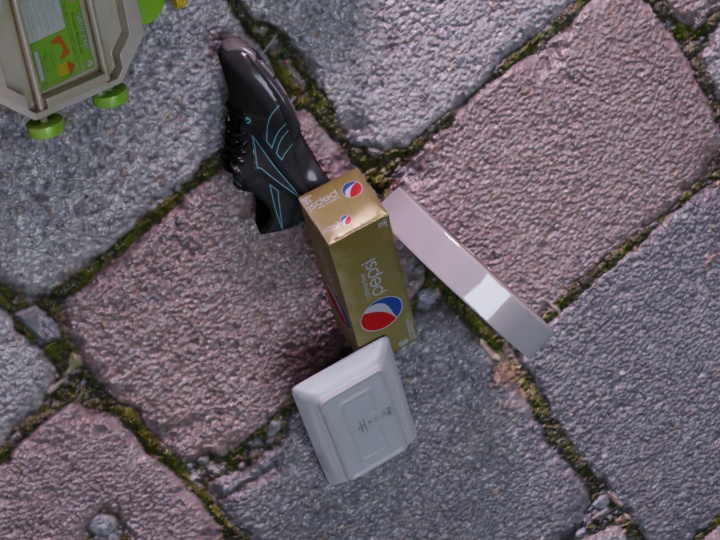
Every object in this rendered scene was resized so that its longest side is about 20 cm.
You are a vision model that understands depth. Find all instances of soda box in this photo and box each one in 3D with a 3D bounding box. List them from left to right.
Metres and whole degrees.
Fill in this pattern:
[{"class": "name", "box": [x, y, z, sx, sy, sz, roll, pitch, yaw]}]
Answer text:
[{"class": "soda box", "box": [0.000, 0.000, 1.687, 0.064, 0.068, 0.201, -28, 143, -9]}]

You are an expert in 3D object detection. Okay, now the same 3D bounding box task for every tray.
[{"class": "tray", "box": [0.001, 0.147, 1.782, 0.107, 0.022, 0.200, -30, 146, -9]}]

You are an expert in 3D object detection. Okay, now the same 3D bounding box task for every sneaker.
[{"class": "sneaker", "box": [-0.089, -0.116, 1.622, 0.079, 0.075, 0.201, -29, 123, -6]}]

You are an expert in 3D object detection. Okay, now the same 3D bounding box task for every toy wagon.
[{"class": "toy wagon", "box": [-0.235, -0.208, 1.514, 0.199, 0.039, 0.156, -30, 126, -33]}]

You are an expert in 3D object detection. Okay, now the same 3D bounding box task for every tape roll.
[{"class": "tape roll", "box": [0.099, 0.002, 1.693, 0.037, 0.203, 0.203, -46, 124, 4]}]
